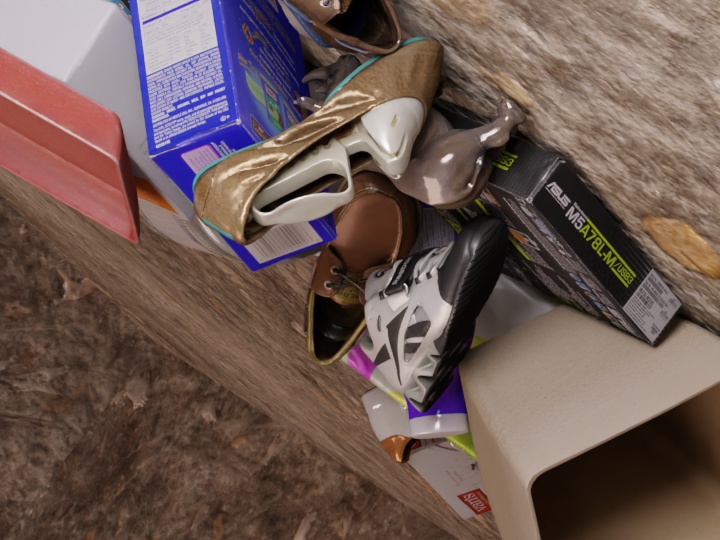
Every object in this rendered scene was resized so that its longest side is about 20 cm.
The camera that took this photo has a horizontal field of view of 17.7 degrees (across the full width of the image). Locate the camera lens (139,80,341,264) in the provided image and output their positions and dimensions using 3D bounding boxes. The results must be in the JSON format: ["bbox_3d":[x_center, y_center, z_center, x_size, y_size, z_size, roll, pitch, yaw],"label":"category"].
[{"bbox_3d":[-0.096,-0.089,1.891,0.160,0.160,0.200,41,169,-22],"label":"camera lens"}]

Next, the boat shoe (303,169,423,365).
[{"bbox_3d":[0.000,0.000,1.773,0.072,0.068,0.200,16,141,2],"label":"boat shoe"}]

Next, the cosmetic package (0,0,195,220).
[{"bbox_3d":[-0.184,-0.125,1.684,0.101,0.071,0.200,22,163,34],"label":"cosmetic package"}]

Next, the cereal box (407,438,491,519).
[{"bbox_3d":[0.152,0.148,2.060,0.144,0.200,0.040,48,-156,-51],"label":"cereal box"}]

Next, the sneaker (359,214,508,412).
[{"bbox_3d":[0.044,0.019,1.699,0.088,0.074,0.200,37,138,12],"label":"sneaker"}]

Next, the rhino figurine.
[{"bbox_3d":[0.024,-0.104,1.611,0.200,0.088,0.060,29,167,40],"label":"rhino figurine"}]

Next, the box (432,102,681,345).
[{"bbox_3d":[0.118,-0.041,1.697,0.193,0.048,0.200,31,169,48],"label":"box"}]

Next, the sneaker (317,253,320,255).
[{"bbox_3d":[-0.008,-0.035,2.135,0.200,0.076,0.092,32,164,-15],"label":"sneaker"}]

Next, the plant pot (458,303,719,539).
[{"bbox_3d":[0.182,0.132,1.766,0.177,0.200,0.200,51,161,47],"label":"plant pot"}]

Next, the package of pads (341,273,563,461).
[{"bbox_3d":[0.093,0.055,1.913,0.200,0.155,0.068,36,-168,18],"label":"package of pads"}]

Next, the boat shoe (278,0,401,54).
[{"bbox_3d":[-0.029,-0.196,1.458,0.072,0.072,0.200,26,175,32],"label":"boat shoe"}]

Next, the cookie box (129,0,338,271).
[{"bbox_3d":[-0.093,-0.130,1.637,0.171,0.075,0.200,51,-156,-54],"label":"cookie box"}]

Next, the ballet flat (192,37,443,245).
[{"bbox_3d":[-0.015,-0.077,1.521,0.072,0.200,0.068,51,166,36],"label":"ballet flat"}]

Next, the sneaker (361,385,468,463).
[{"bbox_3d":[0.106,0.107,1.984,0.085,0.200,0.073,68,-168,11],"label":"sneaker"}]

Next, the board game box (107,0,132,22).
[{"bbox_3d":[-0.217,-0.210,1.707,0.151,0.047,0.200,23,164,31],"label":"board game box"}]

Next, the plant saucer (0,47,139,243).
[{"bbox_3d":[-0.239,-0.108,1.635,0.200,0.037,0.200,29,165,7],"label":"plant saucer"}]

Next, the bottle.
[{"bbox_3d":[0.053,0.032,1.840,0.065,0.201,0.083,-1,170,-27],"label":"bottle"}]
